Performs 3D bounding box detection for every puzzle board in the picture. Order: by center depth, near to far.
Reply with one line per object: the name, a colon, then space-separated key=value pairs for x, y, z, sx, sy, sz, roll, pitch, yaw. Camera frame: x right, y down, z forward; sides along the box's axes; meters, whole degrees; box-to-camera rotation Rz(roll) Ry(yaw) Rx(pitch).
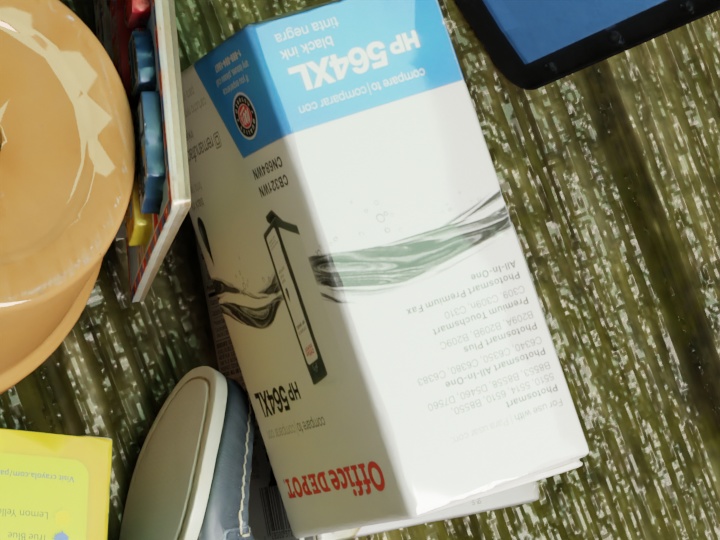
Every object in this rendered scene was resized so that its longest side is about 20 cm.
puzzle board: x=-0.097 y=-0.101 z=1.164 sx=0.017 sy=0.151 sz=0.201 roll=-2 pitch=75 yaw=-13

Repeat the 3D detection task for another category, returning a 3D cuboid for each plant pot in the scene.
plant pot: x=-0.179 y=-0.040 z=1.125 sx=0.199 sy=0.140 sz=0.201 roll=5 pitch=79 yaw=-28

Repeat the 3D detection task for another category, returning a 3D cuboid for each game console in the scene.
game console: x=0.043 y=-0.155 z=1.227 sx=0.172 sy=0.200 sz=0.119 roll=-2 pitch=81 yaw=-28

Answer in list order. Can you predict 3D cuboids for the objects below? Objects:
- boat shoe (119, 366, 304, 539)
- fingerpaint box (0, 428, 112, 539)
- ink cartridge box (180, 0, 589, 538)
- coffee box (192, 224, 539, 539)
boat shoe: x=-0.068 y=0.143 z=1.188 sx=0.062 sy=0.075 sz=0.201 roll=14 pitch=76 yaw=-24
fingerpaint box: x=-0.208 y=0.143 z=1.115 sx=0.199 sy=0.073 sz=0.168 roll=7 pitch=77 yaw=-26
ink cartridge box: x=0.000 y=0.000 z=1.119 sx=0.084 sy=0.146 sz=0.201 roll=-17 pitch=88 yaw=-22
coffee box: x=-0.003 y=0.017 z=1.241 sx=0.113 sy=0.080 sz=0.201 roll=-8 pitch=85 yaw=-25
